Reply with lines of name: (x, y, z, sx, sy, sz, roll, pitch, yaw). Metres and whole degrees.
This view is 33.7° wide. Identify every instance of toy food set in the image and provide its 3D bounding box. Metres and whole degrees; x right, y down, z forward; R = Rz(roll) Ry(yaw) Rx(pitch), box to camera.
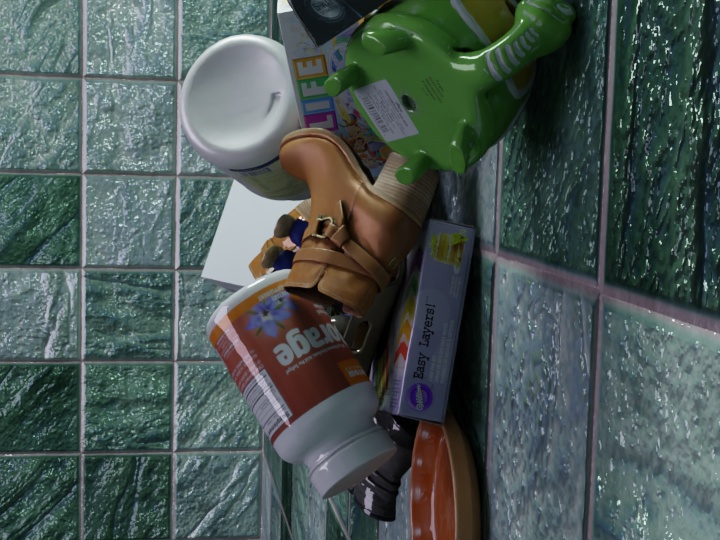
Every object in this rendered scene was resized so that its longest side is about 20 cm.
toy food set: (0.000, 0.000, 1.232, 0.201, 0.060, 0.144, -86, 11, -47)

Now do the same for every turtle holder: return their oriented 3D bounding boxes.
turtle holder: (0.070, -0.163, 0.903, 0.141, 0.132, 0.186, 42, 153, 11)

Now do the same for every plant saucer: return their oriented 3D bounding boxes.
plant saucer: (0.081, 0.234, 1.138, 0.200, 0.032, 0.203, -178, 90, -80)

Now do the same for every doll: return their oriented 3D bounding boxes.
doll: (-0.020, 0.013, 1.383, 0.048, 0.199, 0.137, 4, -69, -65)

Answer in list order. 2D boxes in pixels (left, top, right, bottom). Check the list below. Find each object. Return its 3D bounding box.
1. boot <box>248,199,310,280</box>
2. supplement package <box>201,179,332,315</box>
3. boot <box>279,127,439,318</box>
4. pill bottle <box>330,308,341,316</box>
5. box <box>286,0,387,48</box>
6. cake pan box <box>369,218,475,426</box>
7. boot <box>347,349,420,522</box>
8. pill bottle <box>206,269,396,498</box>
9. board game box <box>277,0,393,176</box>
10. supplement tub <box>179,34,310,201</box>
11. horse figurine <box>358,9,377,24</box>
boot: (-0.046, 0.008, 1.470, 0.155, 0.074, 0.201, -43, 53, 13)
supplement package: (-0.101, -0.056, 1.625, 0.111, 0.155, 0.202, 32, -107, -52)
boot: (-0.031, -0.044, 1.132, 0.156, 0.199, 0.077, -62, -34, -11)
pill bottle: (-0.053, 0.084, 1.703, 0.112, 0.111, 0.202, 148, 121, -79)
box: (0.034, -0.253, 0.944, 0.044, 0.199, 0.160, 56, -174, -13)
cake pan box: (0.055, 0.052, 1.167, 0.200, 0.052, 0.186, 160, 122, -81)
boot: (0.005, 0.174, 1.330, 0.132, 0.069, 0.200, -67, 27, 25)
pill bottle: (-0.053, 0.109, 1.131, 0.201, 0.112, 0.112, 56, 159, 16)
board game box: (0.001, -0.183, 1.179, 0.034, 0.133, 0.201, -91, -8, -50)
supplement tub: (-0.100, -0.161, 1.322, 0.200, 0.144, 0.147, 34, -127, -71)
horse figurine: (0.064, -0.250, 1.078, 0.050, 0.132, 0.202, 17, 100, 54)
